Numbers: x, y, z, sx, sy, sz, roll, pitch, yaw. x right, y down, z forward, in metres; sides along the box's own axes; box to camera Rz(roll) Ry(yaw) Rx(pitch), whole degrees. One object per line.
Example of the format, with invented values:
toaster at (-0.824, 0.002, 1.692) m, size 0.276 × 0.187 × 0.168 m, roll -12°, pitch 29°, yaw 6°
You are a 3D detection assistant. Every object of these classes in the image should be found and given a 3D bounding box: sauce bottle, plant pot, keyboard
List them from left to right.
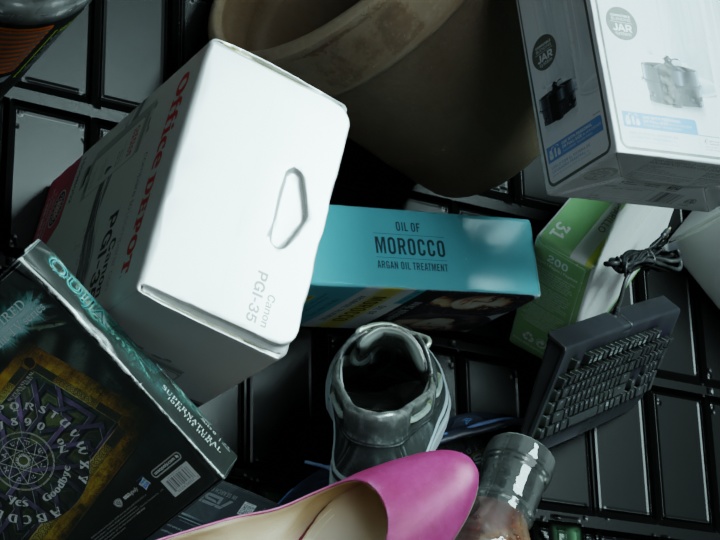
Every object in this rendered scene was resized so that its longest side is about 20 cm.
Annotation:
plant pot at (0.037, -0.139, 1.103) m, size 0.175 × 0.200 × 0.201 m, roll 47°, pitch 52°, yaw -30°
sauce bottle at (0.054, 0.175, 0.975) m, size 0.066 × 0.066 × 0.201 m, roll 39°, pitch 51°, yaw -14°
keyboard at (0.153, 0.040, 1.109) m, size 0.200 × 0.021 × 0.128 m, roll -13°, pitch 120°, yaw -62°

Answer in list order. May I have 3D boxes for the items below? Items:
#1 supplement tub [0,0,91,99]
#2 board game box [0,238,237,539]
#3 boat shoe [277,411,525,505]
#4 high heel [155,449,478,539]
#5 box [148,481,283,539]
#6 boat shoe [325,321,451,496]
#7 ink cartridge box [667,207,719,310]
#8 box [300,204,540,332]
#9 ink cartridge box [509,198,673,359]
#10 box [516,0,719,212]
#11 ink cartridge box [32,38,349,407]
supplement tub at (-0.198, -0.157, 0.931) m, size 0.122 × 0.200 × 0.123 m, roll 13°, pitch 64°, yaw -29°
board game box at (-0.173, 0.096, 0.859) m, size 0.135 × 0.200 × 0.028 m, roll 49°, pitch 21°, yaw -7°
boat shoe at (0.021, 0.122, 1.047) m, size 0.200 × 0.069 × 0.084 m, roll -33°, pitch 91°, yaw -38°
high heel at (-0.037, 0.124, 0.858) m, size 0.199 × 0.096 × 0.067 m, roll -26°, pitch 50°, yaw -6°
box at (-0.048, 0.197, 0.901) m, size 0.158 × 0.199 × 0.051 m, roll -54°, pitch 147°, yaw -31°
boat shoe at (0.018, 0.063, 1.007) m, size 0.072 × 0.071 × 0.200 m, roll 7°, pitch 21°, yaw -3°
ink cartridge box at (0.328, 0.002, 1.287) m, size 0.200 × 0.084 × 0.146 m, roll 50°, pitch 53°, yaw -7°
box at (0.000, 0.000, 1.074) m, size 0.199 × 0.082 × 0.049 m, roll 3°, pitch 71°, yaw -32°
ink cartridge box at (0.160, -0.051, 1.129) m, size 0.048 × 0.201 × 0.146 m, roll 29°, pitch 52°, yaw 17°
box at (0.146, -0.138, 0.996) m, size 0.116 × 0.060 × 0.201 m, roll 5°, pitch 68°, yaw -30°
ink cartridge box at (-0.101, -0.006, 0.935) m, size 0.082 × 0.200 × 0.147 m, roll 26°, pitch 59°, yaw -22°
